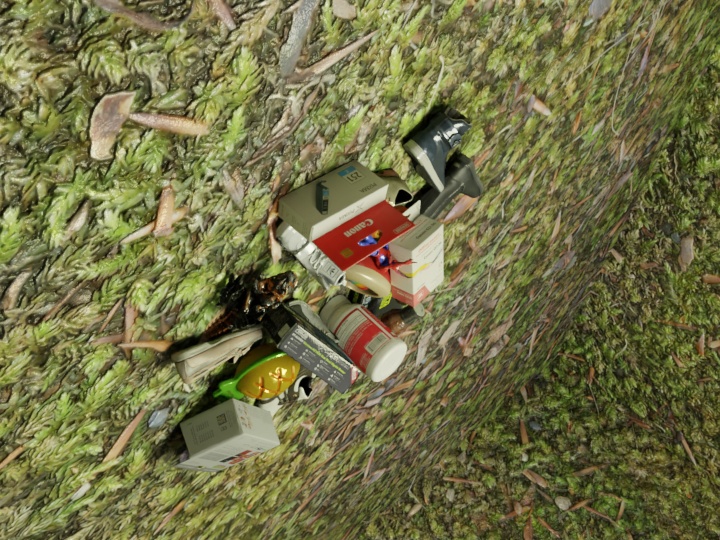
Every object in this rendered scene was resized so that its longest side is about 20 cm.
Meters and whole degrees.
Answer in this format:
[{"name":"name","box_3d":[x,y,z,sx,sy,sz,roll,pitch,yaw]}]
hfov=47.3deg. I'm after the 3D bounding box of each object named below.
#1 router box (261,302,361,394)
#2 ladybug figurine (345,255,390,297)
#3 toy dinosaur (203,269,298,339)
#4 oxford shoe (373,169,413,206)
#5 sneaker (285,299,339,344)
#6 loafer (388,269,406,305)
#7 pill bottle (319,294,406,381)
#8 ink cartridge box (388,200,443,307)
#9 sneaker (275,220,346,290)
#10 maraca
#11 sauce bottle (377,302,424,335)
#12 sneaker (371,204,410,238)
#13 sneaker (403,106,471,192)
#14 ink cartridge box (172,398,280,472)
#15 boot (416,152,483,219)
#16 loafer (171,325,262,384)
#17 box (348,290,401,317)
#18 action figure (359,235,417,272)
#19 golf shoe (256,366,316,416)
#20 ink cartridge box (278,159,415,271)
[{"name":"router box","box_3d":[-0.105,0.147,1.643,0.062,0.150,0.200,-49,123,-1]},{"name":"ladybug figurine","box_3d":[0.000,0.000,1.757,0.200,0.135,0.073,39,69,-63]},{"name":"toy dinosaur","box_3d":[-0.205,0.070,1.544,0.201,0.102,0.136,-56,170,2]},{"name":"oxford shoe","box_3d":[0.033,-0.154,1.648,0.199,0.074,0.071,-22,147,-44]},{"name":"sneaker","box_3d":[-0.101,0.130,1.770,0.075,0.115,0.200,-51,156,4]},{"name":"loafer","box_3d":[0.074,0.008,1.867,0.068,0.075,0.201,-38,133,-25]},{"name":"pill bottle","box_3d":[0.000,0.149,1.868,0.112,0.200,0.113,-37,153,-23]},{"name":"ink cartridge box","box_3d":[0.121,-0.036,1.768,0.116,0.067,0.201,-41,141,-34]},{"name":"sneaker","box_3d":[-0.085,-0.033,1.568,0.075,0.115,0.200,-47,155,-6]},{"name":"maraca","box_3d":[-0.214,0.221,1.727,0.199,0.107,0.137,-28,152,-3]},{"name":"sauce bottle","box_3d":[0.067,0.131,1.925,0.199,0.067,0.066,-31,169,36]},{"name":"sneaker","box_3d":[0.059,-0.101,1.765,0.199,0.077,0.073,-20,141,-47]},{"name":"sneaker","box_3d":[0.179,-0.258,1.749,0.146,0.077,0.202,-46,154,-3]},{"name":"ink cartridge box","box_3d":[-0.296,0.360,1.770,0.174,0.084,0.200,-26,157,8]},{"name":"boot","box_3d":[0.195,-0.158,1.929,0.200,0.065,0.165,-50,147,-7]},{"name":"loafer","box_3d":[-0.267,0.159,1.566,0.199,0.063,0.072,-18,-179,-42]},{"name":"box","box_3d":[0.048,0.050,1.996,0.192,0.047,0.201,-24,144,-39]},{"name":"action figure","box_3d":[0.041,-0.057,1.654,0.098,0.066,0.200,-19,142,29]},{"name":"golf shoe","box_3d":[-0.168,0.282,1.899,0.078,0.094,0.201,-6,133,-58]},{"name":"ink cartridge box","box_3d":[-0.020,-0.106,1.501,0.199,0.176,0.045,-32,150,-35]}]
